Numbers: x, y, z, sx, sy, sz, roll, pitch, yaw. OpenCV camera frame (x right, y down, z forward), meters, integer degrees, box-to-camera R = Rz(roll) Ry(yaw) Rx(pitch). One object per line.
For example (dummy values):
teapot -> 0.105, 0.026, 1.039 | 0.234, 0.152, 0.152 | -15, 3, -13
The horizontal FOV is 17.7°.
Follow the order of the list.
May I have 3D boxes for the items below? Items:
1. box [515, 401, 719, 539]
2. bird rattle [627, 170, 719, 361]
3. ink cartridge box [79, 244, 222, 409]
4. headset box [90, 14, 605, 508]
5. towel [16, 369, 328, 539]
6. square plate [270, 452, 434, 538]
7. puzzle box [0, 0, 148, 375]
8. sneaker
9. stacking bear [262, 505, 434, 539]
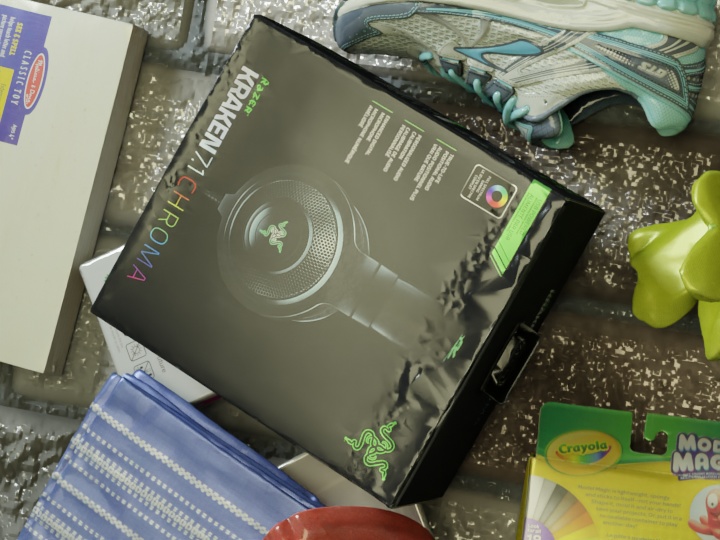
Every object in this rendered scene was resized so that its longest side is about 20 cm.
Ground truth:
box -> 0.130, 0.169, 1.138 | 0.117, 0.048, 0.201 | 7, 89, 3
bird rattle -> 0.233, -0.002, 1.119 | 0.200, 0.113, 0.163 | -23, 100, -10
ink cartridge box -> -0.045, 0.003, 1.230 | 0.200, 0.037, 0.095 | -24, 79, 17
headset box -> 0.000, 0.000, 1.150 | 0.200, 0.093, 0.174 | 32, 97, 16
towel -> -0.118, 0.170, 1.218 | 0.145, 0.024, 0.200 | 33, 99, 15
square plate -> -0.032, 0.207, 1.211 | 0.198, 0.028, 0.200 | -27, 77, 15
puzzle box -> -0.203, -0.054, 1.293 | 0.133, 0.025, 0.201 | 15, 90, 19
sneaker -> 0.079, -0.107, 1.179 | 0.199, 0.078, 0.087 | 3, 89, 19
stacking bear -> 0.021, 0.225, 1.086 | 0.122, 0.113, 0.200 | -59, 43, 38
